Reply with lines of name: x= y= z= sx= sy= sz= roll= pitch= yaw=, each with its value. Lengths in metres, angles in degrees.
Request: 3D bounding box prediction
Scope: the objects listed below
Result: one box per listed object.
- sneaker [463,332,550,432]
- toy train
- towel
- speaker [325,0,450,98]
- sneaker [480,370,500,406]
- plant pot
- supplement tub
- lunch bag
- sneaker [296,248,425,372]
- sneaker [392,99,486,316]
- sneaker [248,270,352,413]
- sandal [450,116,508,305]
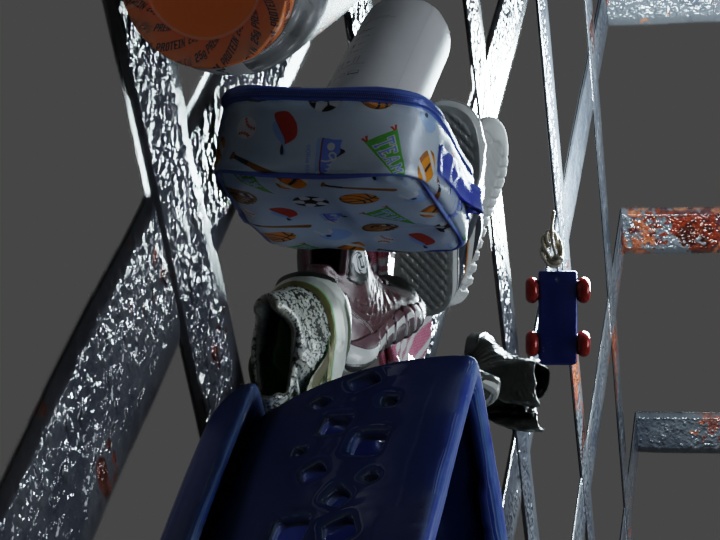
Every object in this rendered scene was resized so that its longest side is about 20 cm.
sneaker: x=0.156 y=0.118 z=2.120 sx=0.200 sy=0.104 sz=0.060 roll=-56 pitch=143 yaw=-67
toy train: x=0.259 y=0.023 z=2.629 sx=0.116 sy=0.084 sz=0.201 roll=10 pitch=80 yaw=-87
towel: x=0.039 y=0.024 z=1.791 sx=0.147 sy=0.030 sz=0.201 roll=-67 pitch=154 yaw=-57
speaker: x=0.018 y=-0.150 z=1.595 sx=0.200 sy=0.081 sz=0.082 roll=-68 pitch=154 yaw=-59
sneaker: x=0.077 y=0.149 z=1.802 sx=0.200 sy=0.075 sz=0.116 roll=81 pitch=25 yaw=-78
plant pot: x=-0.014 y=0.185 z=1.227 sx=0.200 sy=0.179 sz=0.201 roll=-73 pitch=157 yaw=-54
supplement tub: x=-0.063 y=-0.184 z=1.156 sx=0.200 sy=0.122 sz=0.123 roll=-54 pitch=142 yaw=-67
lunch bag: x=-0.003 y=-0.065 z=1.327 sx=0.200 sy=0.159 sz=0.076 roll=44 pitch=47 yaw=-71
sneaker: x=0.000 y=0.000 z=1.533 sx=0.200 sy=0.075 sz=0.116 roll=-45 pitch=130 yaw=-71
sneaker: x=0.067 y=-0.065 z=1.684 sx=0.079 sy=0.078 sz=0.201 roll=-59 pitch=162 yaw=-55
sneaker: x=-0.052 y=0.100 z=1.349 sx=0.089 sy=0.077 sz=0.201 roll=2 pitch=82 yaw=-64
sandal: x=0.097 y=-0.066 z=2.011 sx=0.082 sy=0.050 sz=0.203 roll=41 pitch=62 yaw=-54
